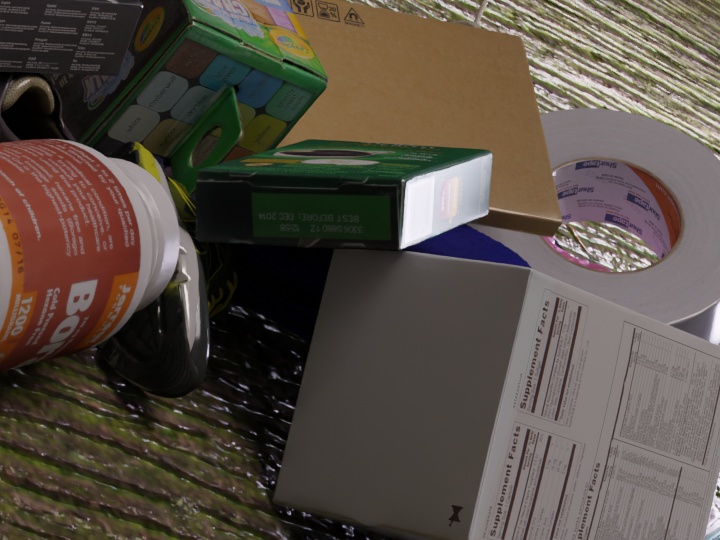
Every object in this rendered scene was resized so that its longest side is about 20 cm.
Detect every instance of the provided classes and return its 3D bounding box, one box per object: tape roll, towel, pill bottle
[{"bbox_3d":[0.163,-0.017,1.818,0.199,0.066,0.201,3,50,-3],"label":"tape roll"},{"bbox_3d":[0.000,0.000,1.635,0.147,0.050,0.199,31,24,31],"label":"towel"},{"bbox_3d":[-0.174,-0.008,1.337,0.112,0.112,0.200,49,23,13],"label":"pill bottle"}]

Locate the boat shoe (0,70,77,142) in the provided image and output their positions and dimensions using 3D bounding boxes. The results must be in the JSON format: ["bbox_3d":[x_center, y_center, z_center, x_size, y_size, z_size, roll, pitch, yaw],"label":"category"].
[{"bbox_3d":[-0.197,-0.084,1.493,0.072,0.065,0.200,2,45,-55],"label":"boat shoe"}]

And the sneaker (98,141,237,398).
[{"bbox_3d":[-0.100,0.003,1.496,0.084,0.074,0.200,31,26,-31],"label":"sneaker"}]

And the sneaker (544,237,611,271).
[{"bbox_3d":[0.123,0.004,1.909,0.200,0.079,0.096,51,-7,30],"label":"sneaker"}]

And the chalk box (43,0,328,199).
[{"bbox_3d":[-0.112,-0.125,1.637,0.123,0.124,0.201,21,33,-44],"label":"chalk box"}]

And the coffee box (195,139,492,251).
[{"bbox_3d":[-0.005,-0.044,1.529,0.122,0.044,0.200,3,8,15],"label":"coffee box"}]

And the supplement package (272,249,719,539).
[{"bbox_3d":[0.085,0.087,1.492,0.151,0.152,0.199,8,-9,44],"label":"supplement package"}]

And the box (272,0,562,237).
[{"bbox_3d":[0.026,-0.103,1.724,0.199,0.021,0.164,9,50,-23],"label":"box"}]

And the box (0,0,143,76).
[{"bbox_3d":[-0.244,-0.165,1.482,0.157,0.050,0.199,36,23,34],"label":"box"}]

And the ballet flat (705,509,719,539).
[{"bbox_3d":[0.176,0.180,1.695,0.067,0.068,0.200,31,13,15],"label":"ballet flat"}]

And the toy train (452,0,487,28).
[{"bbox_3d":[0.009,-0.131,1.798,0.115,0.084,0.201,34,60,-23],"label":"toy train"}]
